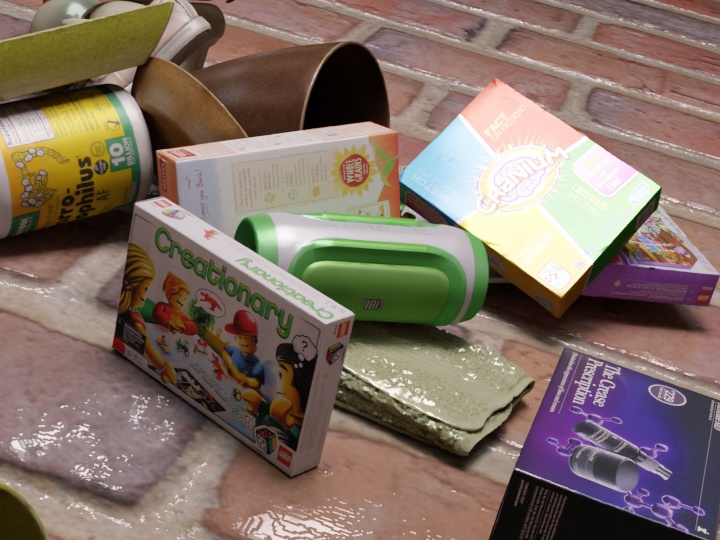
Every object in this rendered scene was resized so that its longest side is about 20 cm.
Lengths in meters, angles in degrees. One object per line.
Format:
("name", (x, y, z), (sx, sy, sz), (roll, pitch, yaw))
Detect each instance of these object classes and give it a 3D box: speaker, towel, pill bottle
("speaker", (0.000, 0.000, 1.080), (0.199, 0.089, 0.089), (3, 27, -23))
("towel", (0.031, 0.076, 1.082), (0.199, 0.037, 0.148), (23, 26, 19))
("pill bottle", (-0.291, -0.090, 1.161), (0.199, 0.113, 0.113), (-17, 38, -32))

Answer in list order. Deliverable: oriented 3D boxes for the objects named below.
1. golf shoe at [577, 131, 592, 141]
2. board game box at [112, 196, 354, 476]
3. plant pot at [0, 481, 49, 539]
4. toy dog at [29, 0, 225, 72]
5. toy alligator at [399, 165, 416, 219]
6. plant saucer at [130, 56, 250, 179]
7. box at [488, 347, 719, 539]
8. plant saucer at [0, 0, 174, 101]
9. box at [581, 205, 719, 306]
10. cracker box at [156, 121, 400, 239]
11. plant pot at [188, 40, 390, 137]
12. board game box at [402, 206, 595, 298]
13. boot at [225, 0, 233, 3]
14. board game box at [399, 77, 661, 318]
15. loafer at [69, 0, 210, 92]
("golf shoe", (0.154, -0.093, 1.332), (0.199, 0.073, 0.092), (-27, 35, -24))
("board game box", (-0.098, 0.045, 0.978), (0.199, 0.127, 0.035), (30, 30, 31))
("plant pot", (-0.272, 0.173, 0.607), (0.199, 0.188, 0.187), (6, 22, 20))
("toy dog", (-0.280, -0.239, 1.469), (0.199, 0.140, 0.193), (18, 15, 38))
("toy alligator", (0.019, -0.044, 1.296), (0.059, 0.054, 0.200), (25, 28, 3))
("plant saucer", (-0.149, -0.098, 1.210), (0.035, 0.201, 0.200), (-40, 51, -22))
("box", (0.186, 0.148, 0.968), (0.140, 0.079, 0.200), (21, 26, 10))
("plant saucer", (-0.284, -0.184, 1.189), (0.199, 0.048, 0.199), (-21, 13, -30))
("box", (0.256, -0.033, 1.351), (0.136, 0.039, 0.200), (6, 27, -15))
("cracker box", (-0.065, -0.044, 1.125), (0.199, 0.135, 0.058), (-10, 19, -25))
("plant pot", (-0.100, -0.135, 1.315), (0.199, 0.188, 0.187), (8, 21, 25))
("board game box", (0.139, -0.029, 1.361), (0.199, 0.026, 0.200), (1, 28, -25))
("boot", (-0.199, -0.322, 1.391), (0.166, 0.073, 0.200), (11, 7, 36))
("board game box", (0.156, -0.072, 1.258), (0.200, 0.040, 0.153), (37, 71, 22))
("loafer", (-0.241, -0.197, 1.336), (0.063, 0.200, 0.072), (48, -8, 1))
